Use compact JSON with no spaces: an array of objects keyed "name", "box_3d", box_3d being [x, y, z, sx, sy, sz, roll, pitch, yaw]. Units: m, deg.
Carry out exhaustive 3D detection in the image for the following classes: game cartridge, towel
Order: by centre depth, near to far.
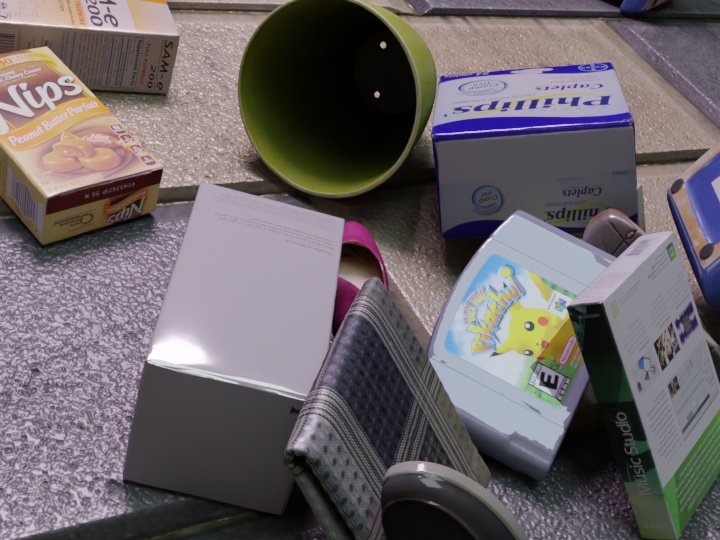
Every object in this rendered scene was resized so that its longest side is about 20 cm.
[{"name":"towel","box_3d":[0.024,0.133,0.721,0.201,0.034,0.193,60,28,-22]},{"name":"game cartridge","box_3d":[0.130,0.052,0.878,0.132,0.041,0.201,25,69,11]}]

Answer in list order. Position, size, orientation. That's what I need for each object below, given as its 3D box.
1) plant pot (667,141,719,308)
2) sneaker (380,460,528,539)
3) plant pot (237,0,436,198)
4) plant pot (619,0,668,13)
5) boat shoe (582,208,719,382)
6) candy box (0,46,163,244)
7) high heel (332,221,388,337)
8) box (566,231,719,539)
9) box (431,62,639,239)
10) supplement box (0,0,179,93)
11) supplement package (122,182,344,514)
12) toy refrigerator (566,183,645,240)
[{"name":"plant pot","box_3d":[0.407,-0.036,0.997,0.179,0.200,0.201,34,31,-23]},{"name":"sneaker","box_3d":[0.061,0.212,0.627,0.201,0.074,0.106,59,37,-20]},{"name":"plant pot","box_3d":[0.004,-0.186,1.085,0.186,0.188,0.200,30,24,11]},{"name":"plant pot","box_3d":[0.428,-0.515,1.640,0.180,0.201,0.199,43,42,17]},{"name":"boat shoe","box_3d":[0.258,0.026,0.966,0.201,0.075,0.072,56,22,-20]},{"name":"candy box","box_3d":[-0.278,-0.116,0.948,0.115,0.056,0.200,-21,54,-40]},{"name":"high heel","box_3d":[0.000,0.000,0.905,0.067,0.096,0.201,16,38,-5]},{"name":"box","box_3d":[0.236,0.088,0.855,0.144,0.036,0.202,-33,106,-46]},{"name":"box","box_3d":[0.166,-0.121,1.042,0.182,0.106,0.200,-4,26,8]},{"name":"supplement box","box_3d":[-0.295,-0.247,1.082,0.198,0.074,0.127,-2,44,-27]},{"name":"supplement package","box_3d":[-0.088,0.051,0.784,0.119,0.122,0.201,14,38,-7]},{"name":"toy refrigerator","box_3d":[0.204,-0.021,1.023,0.075,0.071,0.200,5,29,32]}]
